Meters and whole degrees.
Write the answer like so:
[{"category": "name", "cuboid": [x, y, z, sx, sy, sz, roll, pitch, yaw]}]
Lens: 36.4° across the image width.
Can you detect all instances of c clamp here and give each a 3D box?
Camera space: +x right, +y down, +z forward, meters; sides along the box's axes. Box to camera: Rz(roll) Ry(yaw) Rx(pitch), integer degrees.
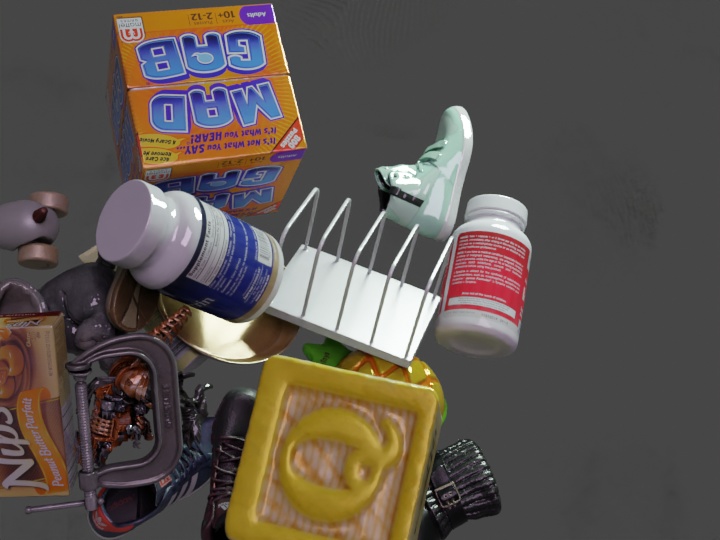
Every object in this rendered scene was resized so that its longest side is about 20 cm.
[{"category": "c clamp", "cuboid": [-0.277, 0.168, 1.193, 0.169, 0.027, 0.202, 0, 100, -17]}]

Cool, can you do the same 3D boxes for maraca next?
[{"category": "maraca", "cuboid": [0.015, 0.145, 1.367, 0.198, 0.108, 0.137, 22, 33, -1]}]

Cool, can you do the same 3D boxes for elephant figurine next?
[{"category": "elephant figurine", "cuboid": [-0.380, 0.069, 1.279, 0.198, 0.142, 0.156, -5, 42, -1]}]

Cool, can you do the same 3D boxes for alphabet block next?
[{"category": "alphabet block", "cuboid": [-0.020, 0.216, 1.195, 0.193, 0.200, 0.198, 10, 78, 9]}]

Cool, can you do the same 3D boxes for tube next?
[{"category": "tube", "cuboid": [-0.261, 0.037, 1.364, 0.200, 0.052, 0.058, 50, 28, 9]}]

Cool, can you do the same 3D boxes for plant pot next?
[{"category": "plant pot", "cuboid": [-0.169, 0.035, 1.370, 0.198, 0.028, 0.201, 18, 48, -20]}]

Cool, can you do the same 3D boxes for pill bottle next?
[{"category": "pill bottle", "cuboid": [-0.191, -0.022, 1.239, 0.199, 0.115, 0.117, 27, 60, -43]}, {"category": "pill bottle", "cuboid": [0.167, 0.007, 1.460, 0.111, 0.112, 0.202, 16, 67, -10]}]

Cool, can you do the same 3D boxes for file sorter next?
[{"category": "file sorter", "cuboid": [0.000, 0.000, 1.358, 0.198, 0.125, 0.139, 20, 38, 9]}]

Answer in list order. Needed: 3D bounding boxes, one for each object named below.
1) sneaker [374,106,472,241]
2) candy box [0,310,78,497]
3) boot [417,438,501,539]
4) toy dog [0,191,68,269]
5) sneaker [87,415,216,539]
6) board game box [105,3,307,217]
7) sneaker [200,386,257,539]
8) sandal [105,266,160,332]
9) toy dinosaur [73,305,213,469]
[{"category": "sneaker", "cuboid": [0.084, -0.151, 1.511, 0.117, 0.074, 0.202, 17, 69, -16]}, {"category": "candy box", "cuboid": [-0.382, 0.150, 1.213, 0.114, 0.055, 0.202, -1, 106, -1]}, {"category": "boot", "cuboid": [0.103, 0.321, 1.345, 0.156, 0.079, 0.213, -9, 73, -19]}, {"category": "toy dog", "cuboid": [-0.445, -0.059, 1.315, 0.198, 0.096, 0.133, -15, 75, -21]}, {"category": "sneaker", "cuboid": [-0.226, 0.238, 1.276, 0.200, 0.085, 0.075, -40, 85, -25]}, {"category": "board game box", "cuboid": [-0.201, -0.189, 1.376, 0.198, 0.200, 0.202, -9, 73, -19]}, {"category": "sneaker", "cuboid": [-0.141, 0.240, 1.247, 0.075, 0.116, 0.202, 6, 95, -2]}, {"category": "sandal", "cuboid": [-0.257, -0.006, 1.293, 0.080, 0.054, 0.201, 52, 40, -30]}, {"category": "toy dinosaur", "cuboid": [-0.245, 0.140, 1.246, 0.135, 0.200, 0.102, 31, 18, -39]}]
